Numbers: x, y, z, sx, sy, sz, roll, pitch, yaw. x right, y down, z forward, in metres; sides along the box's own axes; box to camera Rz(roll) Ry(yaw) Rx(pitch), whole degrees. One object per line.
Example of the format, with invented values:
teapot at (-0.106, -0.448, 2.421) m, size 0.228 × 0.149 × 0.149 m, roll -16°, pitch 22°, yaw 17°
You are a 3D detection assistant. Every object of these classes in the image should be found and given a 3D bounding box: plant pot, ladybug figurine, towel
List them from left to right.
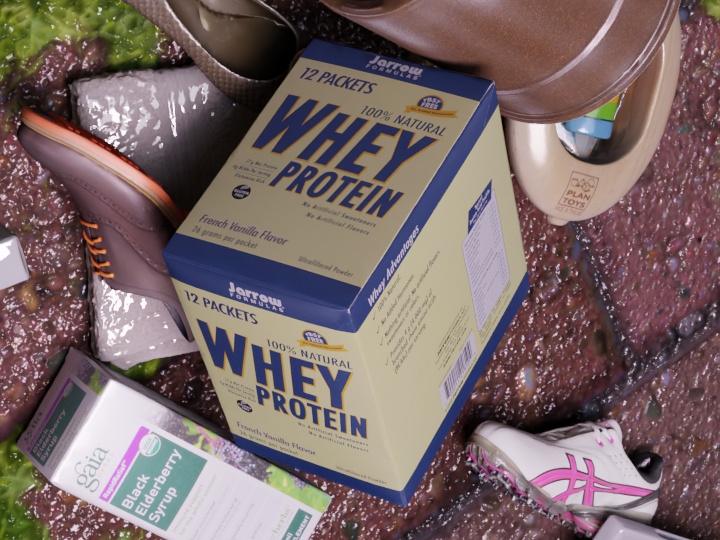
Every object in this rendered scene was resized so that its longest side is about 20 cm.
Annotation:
towel at (-0.124, -0.039, 1.268) m, size 0.131 × 0.034 × 0.202 m, roll -12°, pitch 109°, yaw -25°
plant pot at (0.073, -0.212, 1.195) m, size 0.197 × 0.199 × 0.202 m, roll 13°, pitch 99°, yaw -50°
ladybug figurine at (0.160, -0.133, 1.369) m, size 0.135 × 0.072 × 0.202 m, roll 13°, pitch 98°, yaw -29°

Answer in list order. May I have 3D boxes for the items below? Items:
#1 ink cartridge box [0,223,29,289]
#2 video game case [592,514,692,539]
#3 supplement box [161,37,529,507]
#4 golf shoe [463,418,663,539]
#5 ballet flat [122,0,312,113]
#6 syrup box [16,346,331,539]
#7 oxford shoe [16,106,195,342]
ink cartridge box at (-0.308, 0.016, 1.151) m, size 0.198 × 0.095 × 0.037 m, roll -21°, pitch 114°, yaw -21°
video game case at (0.208, 0.294, 1.507) m, size 0.181 × 0.023 × 0.201 m, roll 21°, pitch 109°, yaw -37°
supplement box at (0.000, 0.000, 1.212) m, size 0.201 × 0.133 × 0.201 m, roll -57°, pitch 150°, yaw -31°
golf shoe at (0.156, 0.147, 1.452) m, size 0.199 × 0.072 × 0.093 m, roll 30°, pitch 85°, yaw -40°
ballet flat at (-0.092, -0.165, 1.223) m, size 0.199 × 0.046 × 0.068 m, roll 37°, pitch 65°, yaw -21°
syrup box at (-0.126, 0.137, 1.290) m, size 0.199 × 0.081 × 0.079 m, roll 32°, pitch 87°, yaw -32°
oxford shoe at (-0.150, -0.026, 1.201) m, size 0.200 × 0.071 × 0.073 m, roll 42°, pitch 87°, yaw -30°
